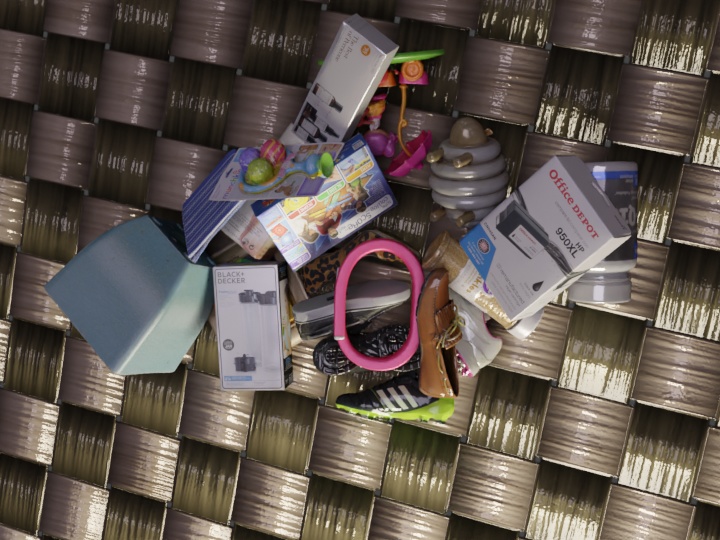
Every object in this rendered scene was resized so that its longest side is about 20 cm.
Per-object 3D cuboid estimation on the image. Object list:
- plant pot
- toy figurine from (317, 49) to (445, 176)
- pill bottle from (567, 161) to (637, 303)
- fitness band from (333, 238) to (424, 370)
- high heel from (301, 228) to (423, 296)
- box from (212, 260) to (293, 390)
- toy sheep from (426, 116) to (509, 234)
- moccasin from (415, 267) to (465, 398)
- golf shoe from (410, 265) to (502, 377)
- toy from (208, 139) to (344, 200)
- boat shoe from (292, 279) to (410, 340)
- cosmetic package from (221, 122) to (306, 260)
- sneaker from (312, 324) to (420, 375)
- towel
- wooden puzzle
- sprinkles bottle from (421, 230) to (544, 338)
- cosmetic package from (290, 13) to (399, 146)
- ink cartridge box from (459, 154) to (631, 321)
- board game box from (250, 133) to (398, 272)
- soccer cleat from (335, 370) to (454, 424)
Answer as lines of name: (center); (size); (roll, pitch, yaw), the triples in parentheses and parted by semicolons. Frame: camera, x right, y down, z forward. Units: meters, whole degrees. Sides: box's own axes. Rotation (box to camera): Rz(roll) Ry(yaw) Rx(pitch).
plant pot: (-0.346, 0.025, 1.476); (0.196, 0.196, 0.201); (44, 98, 15)
toy figurine: (0.038, -0.238, 1.402); (0.195, 0.150, 0.189); (-4, 103, 4)
pill bottle: (0.356, -0.058, 1.352); (0.111, 0.114, 0.205); (0, 96, 13)
fitness band: (0.029, 0.053, 1.395); (0.140, 0.037, 0.205); (3, 96, 0)
high heel: (0.000, 0.000, 1.460); (0.197, 0.071, 0.146); (22, 97, 24)
box: (-0.175, 0.089, 1.478); (0.114, 0.060, 0.205); (-1, 96, 12)
toy sheep: (0.163, -0.133, 1.383); (0.134, 0.138, 0.205); (4, 115, 12)
moccasin: (0.124, 0.097, 1.361); (0.076, 0.073, 0.207); (8, 106, 29)
golf shoe: (0.151, 0.065, 1.442); (0.090, 0.075, 0.203); (-28, 86, -9)
toy: (-0.132, -0.160, 1.344); (0.196, 0.117, 0.048); (4, 140, 28)
boat shoe: (-0.011, 0.066, 1.473); (0.195, 0.071, 0.065); (-13, 111, 6)
cosmetic package: (-0.129, -0.123, 1.453); (0.087, 0.103, 0.202); (37, 95, 9)
sneaker: (0.016, 0.131, 1.472); (0.195, 0.091, 0.078); (-1, 80, -8)
towel: (-0.232, -0.108, 1.456); (0.024, 0.201, 0.145); (37, 103, -28)
wooden puzzle: (-0.181, 0.050, 1.527); (0.183, 0.037, 0.203); (-29, 88, 14)
sprinkles bottle: (0.188, 0.023, 1.396); (0.198, 0.068, 0.069); (35, 102, -9)
cosmetic package: (-0.026, -0.265, 1.335); (0.082, 0.051, 0.202); (35, 128, 5)
ink cartridge box: (0.262, -0.047, 1.299); (0.200, 0.084, 0.146); (-43, 71, 30)
board game box: (-0.052, -0.101, 1.386); (0.198, 0.136, 0.035); (-32, 44, 0)
soccer cleat: (0.057, 0.204, 1.477); (0.195, 0.068, 0.083); (1, 78, 12)
